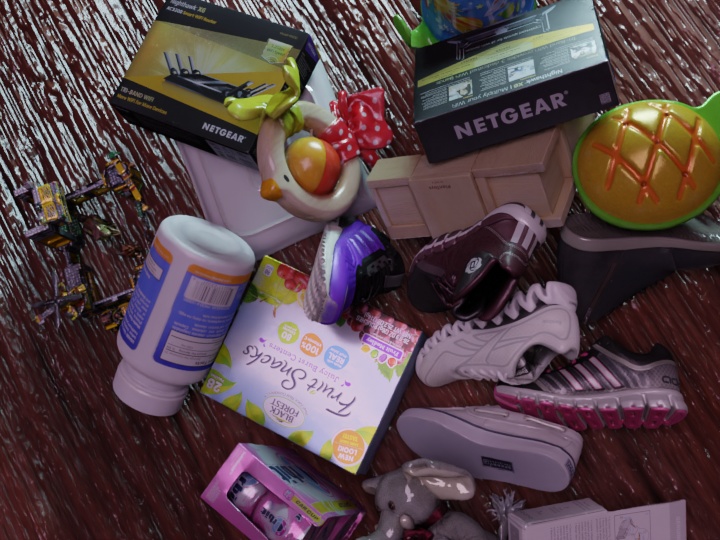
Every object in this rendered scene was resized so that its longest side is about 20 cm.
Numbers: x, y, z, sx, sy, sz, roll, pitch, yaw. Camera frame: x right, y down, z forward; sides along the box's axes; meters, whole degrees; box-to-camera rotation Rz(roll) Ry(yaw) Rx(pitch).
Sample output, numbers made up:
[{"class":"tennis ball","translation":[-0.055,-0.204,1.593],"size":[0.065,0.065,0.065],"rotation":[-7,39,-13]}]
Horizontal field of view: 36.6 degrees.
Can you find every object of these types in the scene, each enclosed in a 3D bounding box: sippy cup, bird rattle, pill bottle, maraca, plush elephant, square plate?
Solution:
[{"class":"sippy cup","translation":[0.124,-0.318,1.197],"size":[0.138,0.130,0.180],"rotation":[20,85,14]},{"class":"bird rattle","translation":[-0.052,-0.129,1.163],"size":[0.112,0.199,0.165],"rotation":[-14,66,39]},{"class":"pill bottle","translation":[-0.199,0.053,1.187],"size":[0.111,0.112,0.202],"rotation":[31,110,14]},{"class":"maraca","translation":[0.312,-0.112,1.096],"size":[0.197,0.107,0.139],"rotation":[-13,75,2]},{"class":"plush elephant","translation":[0.064,0.267,1.098],"size":[0.154,0.165,0.201],"rotation":[34,59,1]},{"class":"square plate","translation":[-0.105,-0.125,1.262],"size":[0.198,0.028,0.200],"rotation":[-23,77,6]}]

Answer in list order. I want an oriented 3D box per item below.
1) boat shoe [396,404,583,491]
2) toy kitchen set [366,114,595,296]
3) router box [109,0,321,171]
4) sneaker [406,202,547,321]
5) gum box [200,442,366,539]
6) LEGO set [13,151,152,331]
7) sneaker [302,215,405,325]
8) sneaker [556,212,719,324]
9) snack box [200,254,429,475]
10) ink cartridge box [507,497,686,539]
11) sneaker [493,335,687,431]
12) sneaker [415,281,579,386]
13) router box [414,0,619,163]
[{"class":"boat shoe","translation":[0.135,0.172,1.143],"size":[0.198,0.073,0.066],"rotation":[6,37,32]},{"class":"toy kitchen set","translation":[0.147,-0.092,1.188],"size":[0.198,0.164,0.181],"rotation":[-3,40,31]},{"class":"router box","translation":[-0.167,-0.220,1.254],"size":[0.198,0.052,0.159],"rotation":[20,76,22]},{"class":"sneaker","translation":[0.097,0.016,1.099],"size":[0.075,0.200,0.116],"rotation":[38,49,-12]},{"class":"gum box","translation":[-0.073,0.237,1.104],"size":[0.113,0.200,0.066],"rotation":[36,88,16]},{"class":"LEGO set","translation":[-0.307,-0.037,1.239],"size":[0.152,0.116,0.203],"rotation":[-13,79,9]},{"class":"sneaker","translation":[0.000,-0.001,1.147],"size":[0.098,0.201,0.070],"rotation":[18,117,-4]},{"class":"sneaker","translation":[0.294,-0.005,1.149],"size":[0.197,0.075,0.107],"rotation":[0,124,-10]},{"class":"snack box","translation":[-0.049,0.103,1.191],"size":[0.198,0.068,0.170],"rotation":[26,86,16]},{"class":"ink cartridge box","translation":[0.237,0.328,1.080],"size":[0.174,0.045,0.203],"rotation":[-6,98,-15]},{"class":"sneaker","translation":[0.238,0.113,1.133],"size":[0.197,0.074,0.088],"rotation":[-3,59,22]},{"class":"sneaker","translation":[0.139,0.084,1.123],"size":[0.199,0.075,0.082],"rotation":[-30,59,33]},{"class":"router box","translation":[0.154,-0.200,1.117],"size":[0.197,0.053,0.158],"rotation":[-16,36,16]}]
